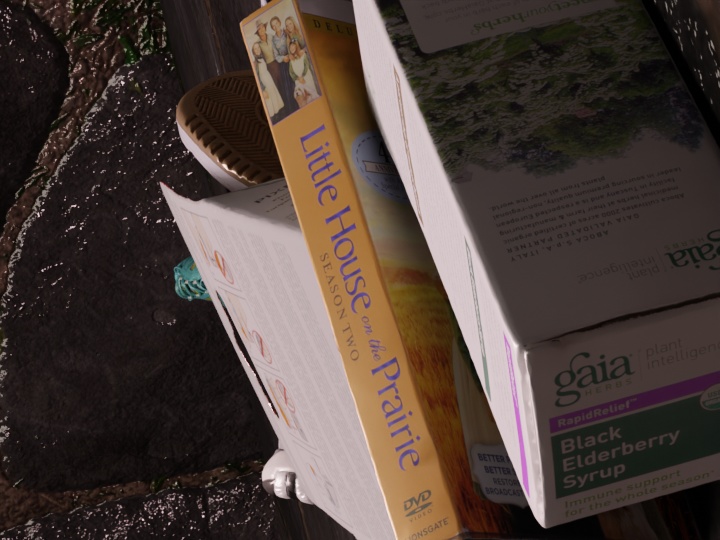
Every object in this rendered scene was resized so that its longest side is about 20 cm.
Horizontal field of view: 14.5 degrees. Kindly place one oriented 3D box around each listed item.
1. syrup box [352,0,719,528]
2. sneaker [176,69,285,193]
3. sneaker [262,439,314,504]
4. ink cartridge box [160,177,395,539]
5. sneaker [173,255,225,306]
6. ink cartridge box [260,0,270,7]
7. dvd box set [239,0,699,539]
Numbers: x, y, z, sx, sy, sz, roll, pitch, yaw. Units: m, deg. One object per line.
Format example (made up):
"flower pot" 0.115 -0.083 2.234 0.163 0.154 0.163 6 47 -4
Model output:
"syrup box" 0.059 -0.026 0.848 0.082 0.079 0.200 81 172 -46
"sneaker" 0.000 0.000 1.159 0.200 0.070 0.109 32 140 33
"sneaker" 0.003 0.061 1.482 0.200 0.075 0.116 -4 -75 -83
"ink cartridge box" -0.003 0.036 1.104 0.160 0.047 0.200 66 166 -16
"sneaker" -0.166 0.014 3.135 0.200 0.080 0.078 -155 50 -82
"ink cartridge box" -0.031 -0.104 1.728 0.200 0.039 0.100 85 169 -67
"dvd box set" 0.040 0.007 0.969 0.146 0.029 0.200 11 -124 -51
